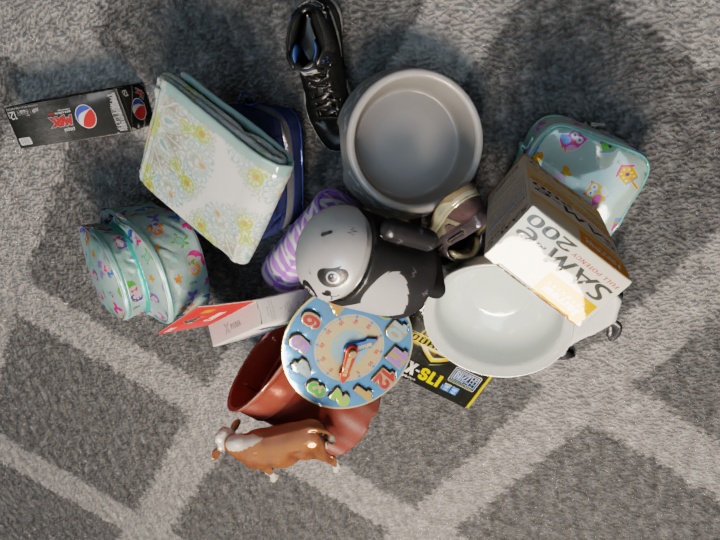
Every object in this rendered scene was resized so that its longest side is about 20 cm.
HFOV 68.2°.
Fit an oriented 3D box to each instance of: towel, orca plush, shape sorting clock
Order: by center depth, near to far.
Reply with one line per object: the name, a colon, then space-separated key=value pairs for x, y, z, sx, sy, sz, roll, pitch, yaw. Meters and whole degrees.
towel: x=-0.189 y=-0.127 z=0.672 sx=0.200 sy=0.048 sz=0.171 roll=40 pitch=131 yaw=8
shape sorting clock: x=-0.016 y=0.114 z=0.781 sx=0.199 sy=0.039 sz=0.201 roll=-6 pitch=110 yaw=-17
orca plush: x=0.333 y=0.064 z=0.789 sx=0.105 sy=0.071 sz=0.200 roll=17 pitch=143 yaw=23

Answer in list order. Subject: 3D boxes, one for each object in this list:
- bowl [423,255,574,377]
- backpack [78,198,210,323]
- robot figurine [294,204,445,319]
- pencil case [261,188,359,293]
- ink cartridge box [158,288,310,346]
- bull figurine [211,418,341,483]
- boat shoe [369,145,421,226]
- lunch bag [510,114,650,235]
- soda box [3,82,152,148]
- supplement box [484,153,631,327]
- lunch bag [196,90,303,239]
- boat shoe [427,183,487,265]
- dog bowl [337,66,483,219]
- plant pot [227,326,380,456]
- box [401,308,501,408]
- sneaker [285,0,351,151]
bowl: x=0.196 y=0.050 z=0.760 sx=0.201 sy=0.090 sz=0.201 roll=9 pitch=127 yaw=12
backpack: x=-0.324 y=-0.010 z=0.815 sx=0.200 sy=0.150 sz=0.178 roll=16 pitch=122 yaw=36
robot figurine: x=0.015 y=-0.006 z=0.671 sx=0.200 sy=0.125 sz=0.151 roll=17 pitch=105 yaw=-33
pencil case: x=-0.074 y=-0.035 z=0.788 sx=0.085 sy=0.084 sz=0.200 roll=34 pitch=137 yaw=-12
ink cartridge box: x=-0.195 y=0.082 z=0.824 sx=0.200 sy=0.176 sz=0.045 roll=-25 pitch=78 yaw=51
bull figurine: x=-0.126 y=0.270 z=0.805 sx=0.200 sy=0.065 sz=0.121 roll=-13 pitch=137 yaw=25
boat shoe: x=0.047 y=-0.087 z=0.776 sx=0.065 sy=0.072 sz=0.200 roll=-3 pitch=111 yaw=20
lunch bag: x=0.267 y=-0.102 z=0.712 sx=0.160 sy=0.077 sz=0.200 roll=23 pitch=120 yaw=2
soda box: x=-0.421 y=-0.233 z=0.802 sx=0.199 sy=0.071 sz=0.063 roll=-3 pitch=115 yaw=14
supplement box: x=0.211 y=-0.044 z=0.595 sx=0.126 sy=0.200 sz=0.074 roll=36 pitch=119 yaw=-5
lunch bag: x=-0.161 y=-0.149 z=0.756 sx=0.136 sy=0.132 sz=0.200 roll=17 pitch=121 yaw=23
boat shoe: x=0.131 y=-0.043 z=0.721 sx=0.072 sy=0.200 sz=0.065 roll=-25 pitch=71 yaw=-10
dog bowl: x=0.066 y=-0.165 z=0.688 sx=0.200 sy=0.059 sz=0.201 roll=-1 pitch=100 yaw=-7
plant pot: x=-0.084 y=0.197 z=0.894 sx=0.195 sy=0.201 sz=0.201 roll=39 pitch=119 yaw=-18
box: x=0.128 y=0.121 z=0.878 sx=0.200 sy=0.049 sz=0.160 roll=27 pitch=122 yaw=-2
sneaker: x=-0.057 y=-0.243 z=0.691 sx=0.073 sy=0.112 sz=0.200 roll=-1 pitch=117 yaw=14
